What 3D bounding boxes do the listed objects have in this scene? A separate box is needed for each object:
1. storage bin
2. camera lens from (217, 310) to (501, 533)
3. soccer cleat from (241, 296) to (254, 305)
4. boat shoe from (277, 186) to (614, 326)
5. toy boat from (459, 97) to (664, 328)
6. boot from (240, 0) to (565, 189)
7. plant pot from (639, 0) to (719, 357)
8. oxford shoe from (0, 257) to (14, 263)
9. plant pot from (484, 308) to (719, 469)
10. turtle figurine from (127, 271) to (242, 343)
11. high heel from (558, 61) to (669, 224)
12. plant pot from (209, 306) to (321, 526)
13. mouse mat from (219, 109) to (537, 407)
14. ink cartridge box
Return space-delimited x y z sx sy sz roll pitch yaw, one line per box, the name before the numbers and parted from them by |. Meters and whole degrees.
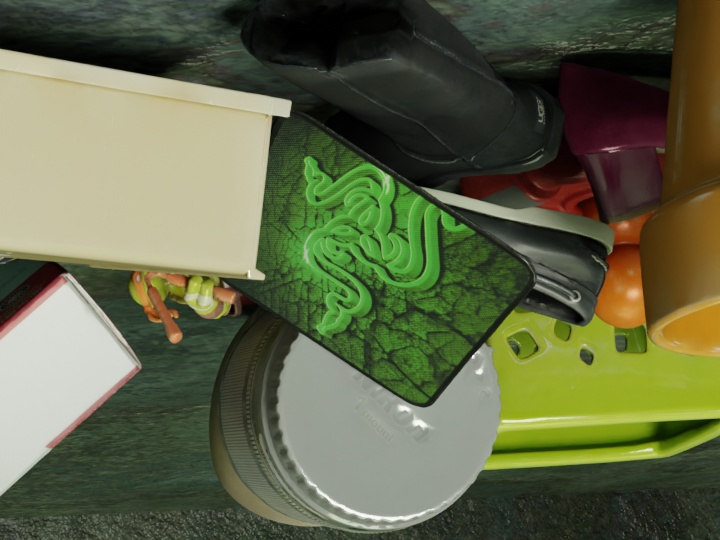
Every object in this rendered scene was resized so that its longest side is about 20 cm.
storage bin | -0.176 -0.053 0.978 0.199 0.095 0.198 5 179 -38
camera lens | -0.005 0.089 1.252 0.158 0.162 0.200 -2 176 -13
soccer cleat | -0.039 -0.011 1.351 0.198 0.069 0.085 -12 162 9
boat shoe | 0.046 -0.005 1.085 0.197 0.067 0.074 9 166 -13
toy boat | 0.163 -0.029 1.197 0.198 0.132 0.130 4 165 -32
boot | -0.002 -0.091 1.016 0.163 0.066 0.199 -13 165 27
plant pot | 0.229 -0.068 0.939 0.198 0.185 0.200 -5 167 -1
oxford shoe | -0.136 -0.036 1.184 0.198 0.075 0.071 -3 167 -10
plant pot | 0.152 0.036 1.358 0.197 0.184 0.200 -2 167 -12
turtle figurine | -0.082 -0.002 1.226 0.160 0.065 0.200 -17 -157 -10
high heel | 0.206 -0.104 1.119 0.198 0.097 0.067 -21 -170 -15
plant pot | -0.037 0.092 1.588 0.198 0.201 0.135 -6 131 4
mouse mat | 0.000 0.000 1.058 0.160 0.008 0.200 33 148 0
ink cartridge box | -0.241 0.059 1.242 0.146 0.083 0.200 -42 -159 -9
